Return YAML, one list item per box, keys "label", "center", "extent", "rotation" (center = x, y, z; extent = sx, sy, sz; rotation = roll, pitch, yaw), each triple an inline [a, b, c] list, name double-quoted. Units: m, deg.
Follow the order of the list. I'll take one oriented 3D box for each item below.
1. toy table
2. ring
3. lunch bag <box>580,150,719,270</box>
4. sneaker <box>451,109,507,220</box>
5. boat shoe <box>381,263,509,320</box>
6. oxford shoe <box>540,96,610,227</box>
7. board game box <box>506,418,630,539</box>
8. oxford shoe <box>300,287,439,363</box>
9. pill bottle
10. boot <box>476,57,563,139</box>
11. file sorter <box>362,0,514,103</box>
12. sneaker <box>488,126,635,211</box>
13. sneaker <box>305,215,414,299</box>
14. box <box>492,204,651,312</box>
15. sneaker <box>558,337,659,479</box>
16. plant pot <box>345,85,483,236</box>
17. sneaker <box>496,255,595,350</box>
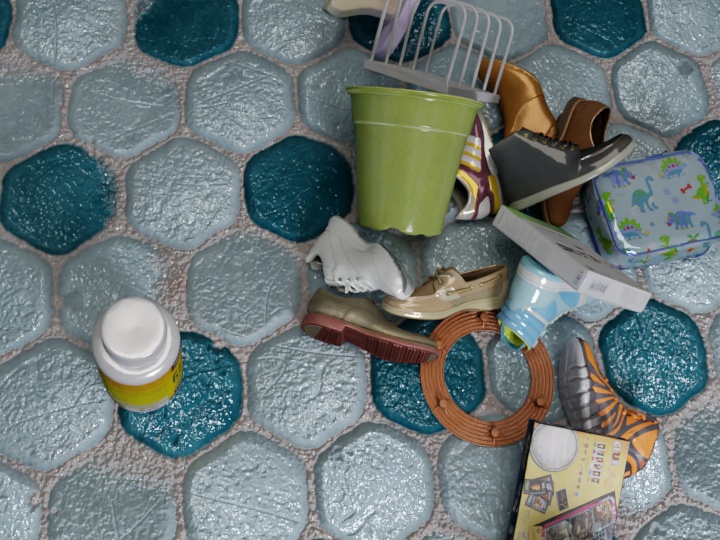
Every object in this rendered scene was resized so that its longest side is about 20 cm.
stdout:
- label: "toy table"
  center: [0.027, -0.433, 1.549]
  extent: [0.116, 0.184, 0.202]
  rotation: [29, 45, -13]
- label: "ring"
  center: [0.181, 0.146, 1.425]
  extent: [0.196, 0.019, 0.204]
  rotation: [3, 69, -8]
- label: "lunch bag"
  center: [0.440, -0.094, 1.522]
  extent: [0.196, 0.083, 0.164]
  rotation: [-11, 72, -13]
- label: "sneaker"
  center: [0.150, -0.173, 1.513]
  extent: [0.089, 0.075, 0.203]
  rotation: [-13, 71, -19]
- label: "boat shoe"
  center: [0.120, 0.025, 1.419]
  extent: [0.196, 0.071, 0.066]
  rotation: [-6, 107, -24]
- label: "oxford shoe"
  center: [0.320, -0.157, 1.499]
  extent: [0.071, 0.071, 0.204]
  rotation: [14, 92, -46]
- label: "board game box"
  center: [0.270, 0.310, 1.329]
  extent: [0.133, 0.035, 0.204]
  rotation: [12, 89, -4]
- label: "oxford shoe"
  center: [0.020, 0.073, 1.402]
  extent: [0.196, 0.071, 0.076]
  rotation: [17, 62, -3]
- label: "pill bottle"
  center: [-0.280, 0.103, 1.272]
  extent: [0.107, 0.200, 0.111]
  rotation: [3, 68, -7]
- label: "boot"
  center: [0.238, -0.224, 1.549]
  extent: [0.199, 0.071, 0.145]
  rotation: [33, 67, 0]
- label: "file sorter"
  center: [0.120, -0.325, 1.456]
  extent: [0.137, 0.199, 0.127]
  rotation: [22, 105, 25]
- label: "sneaker"
  center: [0.285, -0.172, 1.440]
  extent: [0.197, 0.075, 0.108]
  rotation: [-25, 94, 11]
- label: "sneaker"
  center: [0.000, 0.000, 1.397]
  extent: [0.087, 0.075, 0.199]
  rotation: [-47, 41, -9]
- label: "box"
  center: [0.290, -0.017, 1.398]
  extent: [0.143, 0.037, 0.200]
  rotation: [17, 20, -37]
- label: "sneaker"
  center: [0.348, 0.190, 1.410]
  extent: [0.110, 0.078, 0.204]
  rotation: [-7, 81, -16]
- label: "plant pot"
  center: [0.066, -0.151, 1.427]
  extent: [0.196, 0.200, 0.194]
  rotation: [6, 94, -6]
- label: "sneaker"
  center: [0.262, 0.053, 1.436]
  extent: [0.079, 0.198, 0.132]
  rotation: [38, 108, 39]
